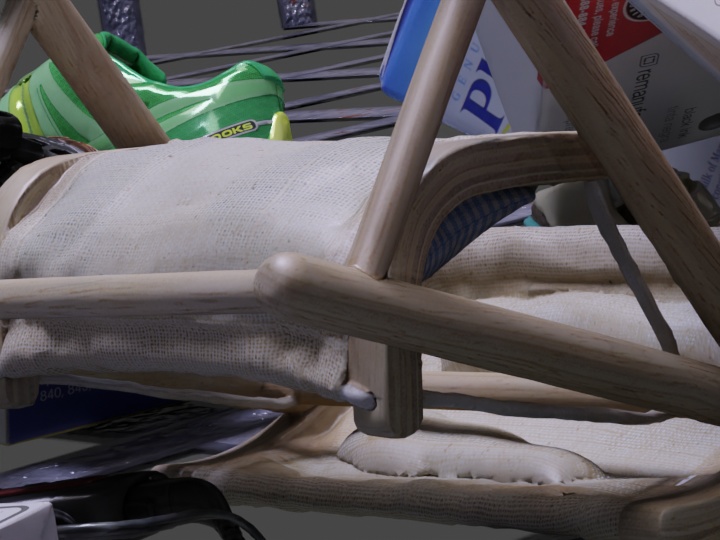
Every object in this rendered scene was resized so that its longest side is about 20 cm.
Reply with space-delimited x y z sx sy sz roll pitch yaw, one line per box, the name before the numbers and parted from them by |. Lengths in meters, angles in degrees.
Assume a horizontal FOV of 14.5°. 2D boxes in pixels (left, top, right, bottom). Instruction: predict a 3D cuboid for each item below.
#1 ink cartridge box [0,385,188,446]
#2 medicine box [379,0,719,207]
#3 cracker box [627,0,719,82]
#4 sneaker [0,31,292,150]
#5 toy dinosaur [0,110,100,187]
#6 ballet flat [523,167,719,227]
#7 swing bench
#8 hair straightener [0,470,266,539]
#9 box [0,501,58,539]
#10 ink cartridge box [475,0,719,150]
ink cartridge box | -0.065 0.023 1.051 0.197 0.047 0.200 -12 11 -30
medicine box | 0.135 -0.084 1.067 0.200 0.103 0.182 26 18 12
cracker box | 0.152 -0.043 0.730 0.134 0.058 0.200 33 5 -45
sneaker | -0.109 -0.046 1.083 0.199 0.084 0.074 1 -17 27
toy dinosaur | -0.123 -0.021 0.974 0.200 0.102 0.136 -30 -22 33
ballet flat | 0.097 0.001 0.925 0.069 0.070 0.200 -8 15 0
swing bench | 0.000 0.000 0.752 0.199 0.130 0.200 -1 -29 47
hair straightener | -0.121 0.082 0.751 0.199 0.041 0.077 -3 9 11
box | -0.172 0.095 0.601 0.199 0.060 0.117 -4 10 26
ink cartridge box | 0.140 -0.116 0.891 0.199 0.084 0.144 -15 -24 -8
